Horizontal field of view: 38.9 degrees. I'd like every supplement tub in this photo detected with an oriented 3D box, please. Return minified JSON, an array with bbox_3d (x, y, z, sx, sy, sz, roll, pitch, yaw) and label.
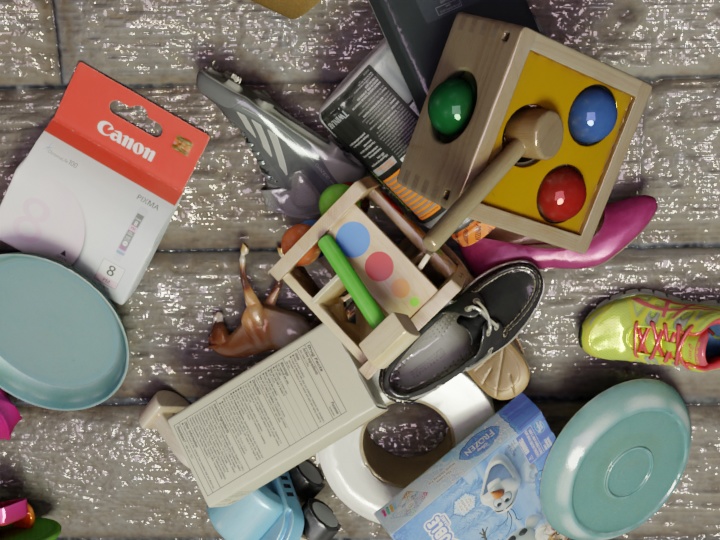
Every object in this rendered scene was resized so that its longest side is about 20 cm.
[{"bbox_3d":[0.065,-0.126,1.005,0.122,0.123,0.200,-43,101,13],"label":"supplement tub"}]

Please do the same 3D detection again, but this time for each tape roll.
[{"bbox_3d":[0.051,0.176,1.121,0.200,0.071,0.205,1,107,2],"label":"tape roll"}]

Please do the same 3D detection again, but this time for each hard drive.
[{"bbox_3d":[0.086,-0.239,0.939,0.138,0.033,0.202,-26,93,-18],"label":"hard drive"}]

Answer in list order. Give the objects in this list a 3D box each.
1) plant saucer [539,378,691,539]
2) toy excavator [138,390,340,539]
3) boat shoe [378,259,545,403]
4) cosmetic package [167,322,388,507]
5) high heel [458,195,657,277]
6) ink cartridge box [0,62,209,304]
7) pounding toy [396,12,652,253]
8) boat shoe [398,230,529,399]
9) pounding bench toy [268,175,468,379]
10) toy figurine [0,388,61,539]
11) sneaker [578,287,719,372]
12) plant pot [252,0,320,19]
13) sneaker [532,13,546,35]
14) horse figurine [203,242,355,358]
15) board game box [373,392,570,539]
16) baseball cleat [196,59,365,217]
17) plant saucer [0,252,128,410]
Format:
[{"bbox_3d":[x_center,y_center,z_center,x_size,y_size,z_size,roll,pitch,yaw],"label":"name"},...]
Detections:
[{"bbox_3d":[0.283,0.212,1.096,0.198,0.027,0.202,-12,118,-23],"label":"plant saucer"},{"bbox_3d":[-0.140,0.230,1.121,0.199,0.195,0.100,32,108,-36],"label":"toy excavator"},{"bbox_3d":[0.101,0.060,1.009,0.199,0.060,0.074,-34,84,0],"label":"boat shoe"},{"bbox_3d":[-0.083,0.147,1.039,0.199,0.071,0.106,-30,75,6],"label":"cosmetic package"},{"bbox_3d":[0.201,-0.046,1.052,0.199,0.068,0.096,-28,114,23],"label":"high heel"},{"bbox_3d":[-0.274,-0.088,1.070,0.161,0.057,0.201,29,110,-6],"label":"ink cartridge box"},{"bbox_3d":[0.128,-0.103,0.862,0.198,0.142,0.186,14,102,-33],"label":"pounding toy"},{"bbox_3d":[0.108,0.047,1.082,0.073,0.069,0.201,-35,81,13],"label":"boat shoe"},{"bbox_3d":[0.000,0.000,0.961,0.124,0.200,0.156,-44,89,11],"label":"pounding bench toy"},{"bbox_3d":[-0.441,0.216,1.145,0.198,0.150,0.187,-5,93,29],"label":"toy figurine"},{"bbox_3d":[0.329,0.068,1.067,0.197,0.090,0.079,-3,108,5],"label":"sneaker"},{"bbox_3d":[-0.103,-0.334,0.936,0.186,0.187,0.200,-42,114,13],"label":"plant pot"},{"bbox_3d":[0.174,-0.159,1.025,0.086,0.075,0.202,-24,95,17],"label":"sneaker"},{"bbox_3d":[-0.066,0.049,1.100,0.197,0.050,0.134,12,101,1],"label":"horse figurine"},{"bbox_3d":[0.139,0.261,1.087,0.198,0.043,0.201,-37,127,-7],"label":"board game box"},{"bbox_3d":[-0.095,-0.122,1.041,0.199,0.070,0.107,32,105,-6],"label":"baseball cleat"},{"bbox_3d":[-0.339,0.063,1.096,0.197,0.028,0.202,6,123,9],"label":"plant saucer"}]
